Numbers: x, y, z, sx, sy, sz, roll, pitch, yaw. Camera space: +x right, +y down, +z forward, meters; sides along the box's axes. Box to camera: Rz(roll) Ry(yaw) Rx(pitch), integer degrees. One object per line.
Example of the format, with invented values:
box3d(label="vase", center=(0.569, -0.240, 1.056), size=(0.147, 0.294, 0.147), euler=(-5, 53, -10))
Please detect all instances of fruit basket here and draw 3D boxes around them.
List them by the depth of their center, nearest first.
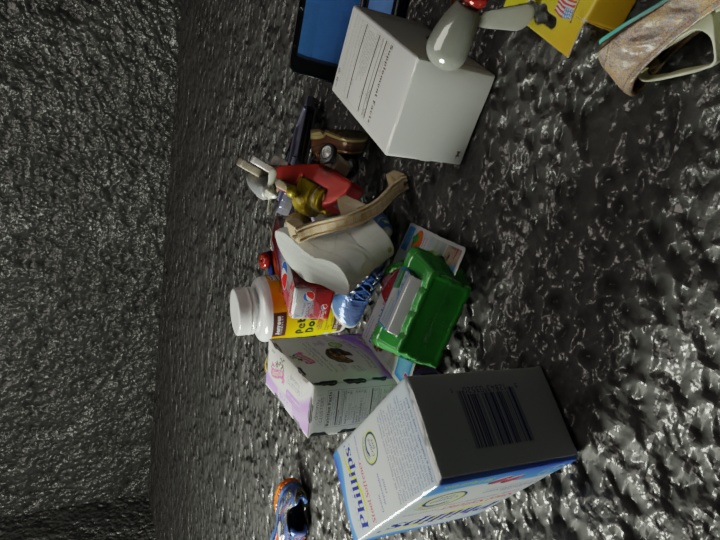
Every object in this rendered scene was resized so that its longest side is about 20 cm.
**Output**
box3d(label="fruit basket", center=(0.058, 0.035, 0.774), size=(0.190, 0.092, 0.200), euler=(-66, 25, 7))

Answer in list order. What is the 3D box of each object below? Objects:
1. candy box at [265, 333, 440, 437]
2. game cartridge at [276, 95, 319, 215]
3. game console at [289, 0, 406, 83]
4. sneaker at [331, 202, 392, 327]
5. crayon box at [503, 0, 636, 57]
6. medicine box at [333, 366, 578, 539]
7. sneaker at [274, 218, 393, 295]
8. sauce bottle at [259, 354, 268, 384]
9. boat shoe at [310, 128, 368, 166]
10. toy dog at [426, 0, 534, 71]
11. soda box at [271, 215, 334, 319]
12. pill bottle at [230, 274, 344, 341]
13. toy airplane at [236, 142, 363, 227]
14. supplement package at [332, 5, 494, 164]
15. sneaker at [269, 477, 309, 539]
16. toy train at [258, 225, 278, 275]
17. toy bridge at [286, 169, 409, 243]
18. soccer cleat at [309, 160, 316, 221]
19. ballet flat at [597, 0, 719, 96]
box3d(label="candy box", center=(-0.015, 0.151, 0.818), size=(0.167, 0.195, 0.074), euler=(28, 113, 59))
box3d(label="game cartridge", center=(-0.124, -0.223, 1.140), size=(0.130, 0.037, 0.205), euler=(131, 152, -50))
box3d(label="game console", center=(-0.022, -0.396, 0.932), size=(0.171, 0.115, 0.206), euler=(46, 129, 53))
box3d(label="sneaker", center=(0.000, 0.000, 0.922), size=(0.077, 0.074, 0.206), euler=(41, 124, 55))
box3d(label="crayon box", center=(0.221, -0.315, 0.537), size=(0.129, 0.049, 0.203), euler=(63, 141, 41))
box3d(label="medicine box", center=(0.093, 0.198, 0.631), size=(0.201, 0.177, 0.105), euler=(-57, 42, 45))
box3d(label="sneaker", center=(-0.036, -0.037, 0.861), size=(0.198, 0.114, 0.075), euler=(27, 142, 45))
box3d(label="sauce bottle", center=(-0.170, 0.195, 1.257), size=(0.201, 0.063, 0.066), euler=(-52, 46, 51))
box3d(label="boat shoe", center=(-0.037, -0.208, 1.014), size=(0.199, 0.070, 0.070), euler=(-149, 58, -65))
box3d(label="toy dog", center=(0.130, -0.296, 0.554), size=(0.198, 0.096, 0.133), euler=(-34, 97, 25))
box3d(label="soda box", center=(-0.098, -0.009, 0.969), size=(0.202, 0.068, 0.065), euler=(-112, 32, -49))
box3d(label="pill bottle", center=(-0.123, 0.062, 1.017), size=(0.109, 0.194, 0.113), euler=(175, 90, -66))
box3d(label="toy airplane", center=(-0.104, -0.121, 0.953), size=(0.199, 0.194, 0.146), euler=(150, 132, -78))
box3d(label="supplement package", center=(0.060, -0.245, 0.767), size=(0.202, 0.118, 0.122), euler=(58, 137, 45))
box3d(label="sneaker", center=(-0.140, 0.532, 1.183), size=(0.078, 0.073, 0.207), euler=(1, 92, 58))
box3d(label="toy train", center=(-0.153, -0.042, 1.220), size=(0.116, 0.083, 0.205), euler=(-43, 52, 41))
box3d(label="toy bridge", center=(-0.011, -0.087, 0.829), size=(0.067, 0.197, 0.028), euler=(31, 144, 53))
box3d(label="soccer cleat", center=(-0.075, -0.104, 1.101), size=(0.074, 0.066, 0.207), euler=(1, 81, 24))
box3d(label="ballet flat", center=(0.271, -0.196, 0.441), size=(0.069, 0.067, 0.199), euler=(67, 155, 3))
